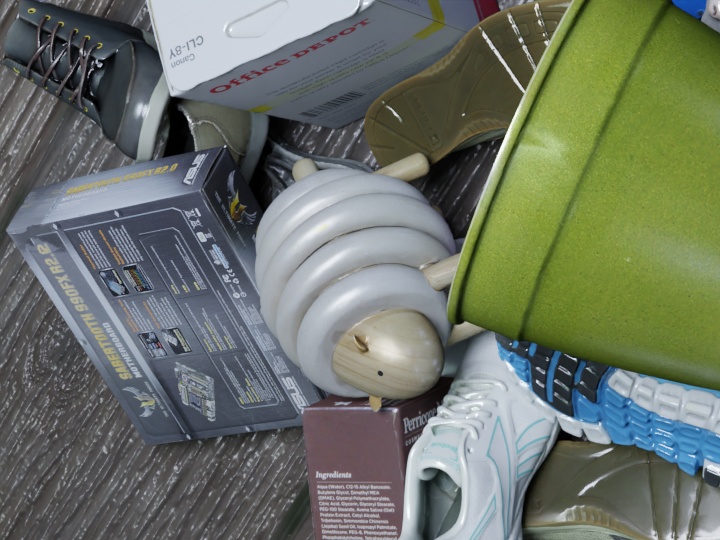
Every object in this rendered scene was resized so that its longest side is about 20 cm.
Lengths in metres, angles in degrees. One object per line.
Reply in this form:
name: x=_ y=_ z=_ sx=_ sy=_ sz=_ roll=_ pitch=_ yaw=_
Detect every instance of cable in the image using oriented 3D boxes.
cable: x=-0.053 y=-0.066 z=1.063 sx=0.200 sy=0.050 sz=0.097 roll=49 pitch=122 yaw=18

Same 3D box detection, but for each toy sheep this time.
toy sheep: x=0.000 y=0.000 z=0.950 sx=0.138 sy=0.137 sz=0.201 roll=-48 pitch=40 yaw=19

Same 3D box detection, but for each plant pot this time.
plant pot: x=0.171 y=-0.026 z=0.792 sx=0.191 sy=0.200 sz=0.202 roll=25 pitch=101 yaw=11

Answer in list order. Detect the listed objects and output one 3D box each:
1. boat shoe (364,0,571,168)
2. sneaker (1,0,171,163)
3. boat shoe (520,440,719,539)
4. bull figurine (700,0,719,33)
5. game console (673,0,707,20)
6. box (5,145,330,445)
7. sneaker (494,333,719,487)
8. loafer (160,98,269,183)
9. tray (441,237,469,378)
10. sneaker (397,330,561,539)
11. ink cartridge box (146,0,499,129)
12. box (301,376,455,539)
boat shoe: x=0.090 y=-0.115 z=0.957 sx=0.200 sy=0.063 sz=0.074 roll=-27 pitch=90 yaw=41
sneaker: x=-0.185 y=-0.129 z=1.047 sx=0.200 sy=0.105 sz=0.076 roll=-130 pitch=58 yaw=-67
boat shoe: x=0.162 y=0.139 z=0.946 sx=0.199 sy=0.066 sz=0.073 roll=-5 pitch=63 yaw=30
bull figurine: x=0.263 y=-0.084 z=0.838 sx=0.065 sy=0.200 sz=0.121 roll=-47 pitch=25 yaw=-15
game console: x=0.264 y=-0.147 z=0.918 sx=0.198 sy=0.118 sz=0.172 roll=-23 pitch=48 yaw=25
box: x=-0.117 y=0.023 z=1.039 sx=0.157 sy=0.049 sz=0.201 roll=-10 pitch=125 yaw=28
sneaker: x=0.173 y=0.058 z=0.903 sx=0.198 sy=0.087 sz=0.076 roll=24 pitch=139 yaw=21
loafer: x=-0.124 y=-0.044 z=1.070 sx=0.075 sy=0.069 sz=0.202 roll=40 pitch=126 yaw=35
tray: x=0.104 y=0.028 z=0.999 sx=0.198 sy=0.022 sz=0.109 roll=-10 pitch=84 yaw=28
sneaker: x=0.071 y=0.104 z=0.931 sx=0.070 sy=0.080 sz=0.202 roll=-4 pitch=60 yaw=35
ink cartridge box: x=-0.017 y=-0.159 z=0.963 sx=0.144 sy=0.199 sz=0.084 roll=-21 pitch=80 yaw=26
box: x=0.024 y=0.174 z=0.986 sx=0.074 sy=0.100 sz=0.203 roll=-4 pitch=96 yaw=27
